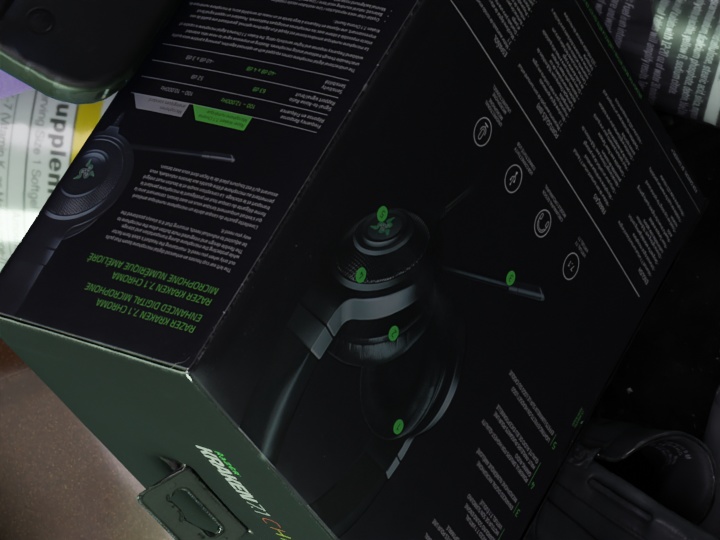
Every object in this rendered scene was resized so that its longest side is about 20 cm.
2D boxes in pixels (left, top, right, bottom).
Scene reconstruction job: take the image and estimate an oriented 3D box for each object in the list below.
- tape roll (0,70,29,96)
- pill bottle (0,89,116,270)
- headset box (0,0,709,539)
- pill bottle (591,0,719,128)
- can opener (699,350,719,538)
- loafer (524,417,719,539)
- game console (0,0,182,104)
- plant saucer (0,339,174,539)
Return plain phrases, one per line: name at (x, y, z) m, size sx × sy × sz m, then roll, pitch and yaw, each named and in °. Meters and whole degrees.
tape roll at (-0.150, -0.144, 0.851) m, size 0.199 × 0.201 × 0.066 m, roll 7°, pitch 138°, yaw 8°
pill bottle at (-0.115, -0.046, 0.891) m, size 0.198 × 0.114 × 0.115 m, roll 7°, pitch 94°, yaw 8°
headset box at (0.000, 0.000, 0.796) m, size 0.092 × 0.174 × 0.201 m, roll 13°, pitch 64°, yaw 39°
pill bottle at (0.149, -0.093, 0.853) m, size 0.199 × 0.106 × 0.107 m, roll 18°, pitch 95°, yaw 7°
can opener at (0.135, 0.059, 0.849) m, size 0.053 × 0.067 × 0.201 m, roll 18°, pitch 110°, yaw 15°
loafer at (0.087, 0.080, 0.846) m, size 0.070 × 0.201 × 0.068 m, roll -49°, pitch 129°, yaw 6°
game console at (-0.111, -0.177, 0.726) m, size 0.199 × 0.118 × 0.171 m, roll 29°, pitch 64°, yaw 2°
plant saucer at (-0.101, 0.114, 0.939) m, size 0.199 × 0.032 × 0.202 m, roll 1°, pitch 93°, yaw 9°
